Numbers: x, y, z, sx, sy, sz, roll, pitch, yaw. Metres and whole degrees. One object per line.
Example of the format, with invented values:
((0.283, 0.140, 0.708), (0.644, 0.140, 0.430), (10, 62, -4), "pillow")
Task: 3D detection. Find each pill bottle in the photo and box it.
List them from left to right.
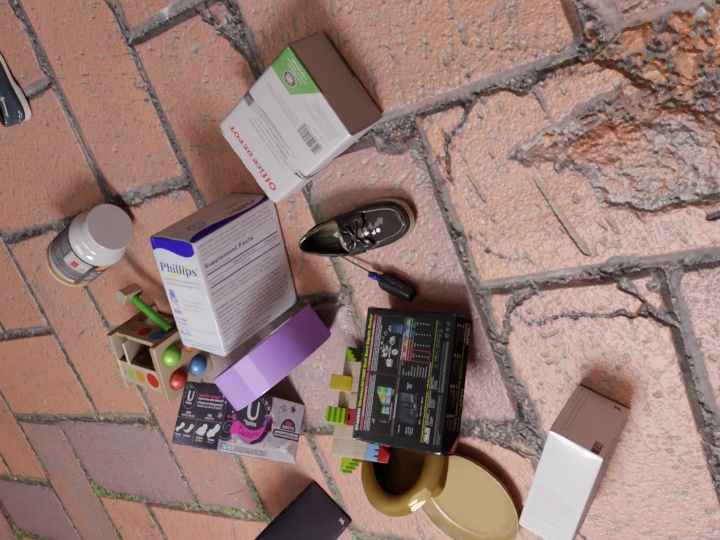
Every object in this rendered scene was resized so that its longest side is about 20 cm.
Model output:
((-0.528, -0.050, 1.540), (0.199, 0.116, 0.117), (-26, 99, 45), "pill bottle")

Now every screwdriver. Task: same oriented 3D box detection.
((0.000, 0.000, 1.213), (0.199, 0.028, 0.029), (24, 101, 28), "screwdriver")

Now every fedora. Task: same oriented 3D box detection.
((0.086, 0.301, 1.260), (0.081, 0.202, 0.200), (29, 146, -31), "fedora")

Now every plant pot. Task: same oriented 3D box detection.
((0.176, 0.380, 1.311), (0.199, 0.027, 0.202), (21, 129, 28), "plant pot")

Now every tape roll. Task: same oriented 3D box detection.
((-0.143, 0.141, 1.292), (0.066, 0.200, 0.200), (51, 136, -2), "tape roll")

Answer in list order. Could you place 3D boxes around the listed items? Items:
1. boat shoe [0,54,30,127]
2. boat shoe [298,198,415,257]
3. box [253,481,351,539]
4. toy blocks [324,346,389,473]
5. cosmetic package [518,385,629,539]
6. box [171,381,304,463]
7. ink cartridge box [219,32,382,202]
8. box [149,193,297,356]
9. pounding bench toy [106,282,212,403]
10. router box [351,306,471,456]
((-0.722, -0.372, 1.530), (0.075, 0.062, 0.201), (-18, 104, 46), "boat shoe")
((-0.008, -0.052, 1.156), (0.199, 0.065, 0.074), (-17, 103, 42), "boat shoe")
((-0.150, 0.555, 1.563), (0.117, 0.196, 0.200), (45, 135, 7), "box")
((0.028, 0.225, 1.247), (0.136, 0.099, 0.202), (-4, 72, 43), "toy blocks")
((0.294, 0.274, 1.090), (0.081, 0.113, 0.202), (24, 128, 25), "cosmetic package")
((-0.216, 0.275, 1.427), (0.131, 0.199, 0.116), (-2, 72, 39), "box")
((-0.088, -0.210, 1.107), (0.200, 0.084, 0.147), (-32, 94, 46), "ink cartridge box")
((-0.215, 0.002, 1.274), (0.104, 0.184, 0.202), (9, 122, 36), "box")
((-0.395, 0.131, 1.542), (0.155, 0.124, 0.202), (10, 123, 34), "pounding bench toy")
((0.074, 0.159, 1.148), (0.149, 0.062, 0.202), (3, 82, 32), "router box")
